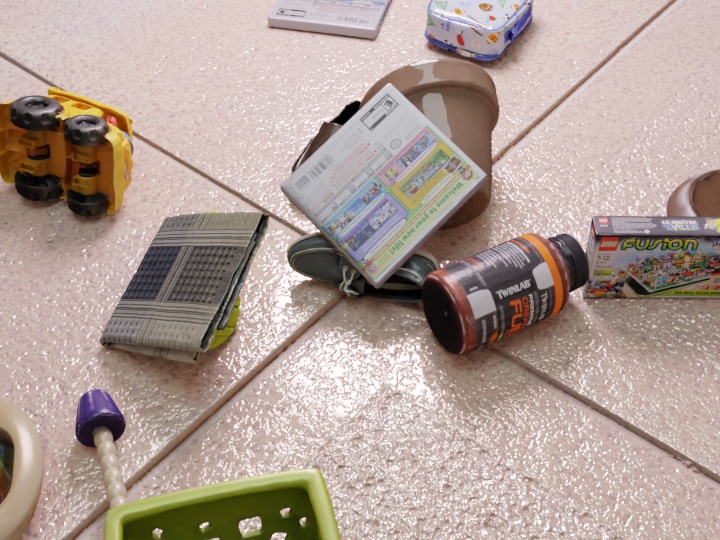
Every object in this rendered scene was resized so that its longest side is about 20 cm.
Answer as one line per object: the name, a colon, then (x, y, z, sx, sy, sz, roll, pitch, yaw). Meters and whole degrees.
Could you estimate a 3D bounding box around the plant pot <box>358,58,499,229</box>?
plant pot: (0.107, -0.157, 1.335, 0.196, 0.201, 0.177, -8, 63, -7)

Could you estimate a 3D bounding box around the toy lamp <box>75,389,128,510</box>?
toy lamp: (-0.265, 0.211, 1.041, 0.057, 0.059, 0.201, -17, 47, -16)

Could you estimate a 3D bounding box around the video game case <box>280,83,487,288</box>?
video game case: (0.029, -0.109, 1.232, 0.200, 0.022, 0.182, -43, 76, -8)

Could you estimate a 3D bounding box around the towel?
towel: (-0.208, 0.016, 1.174, 0.198, 0.035, 0.195, 1, 57, 41)

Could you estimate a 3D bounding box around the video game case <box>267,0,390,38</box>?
video game case: (-0.048, -0.483, 1.761, 0.196, 0.022, 0.184, 9, 46, 11)

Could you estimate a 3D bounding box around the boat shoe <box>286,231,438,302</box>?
boat shoe: (0.000, 0.000, 1.238, 0.196, 0.074, 0.062, 8, 41, 2)

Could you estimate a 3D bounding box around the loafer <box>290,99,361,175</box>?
loafer: (-0.047, -0.182, 1.421, 0.072, 0.072, 0.201, 16, 47, 17)

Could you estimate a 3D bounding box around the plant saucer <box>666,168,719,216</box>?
plant saucer: (0.522, -0.079, 1.338, 0.196, 0.032, 0.202, -1, 46, 1)

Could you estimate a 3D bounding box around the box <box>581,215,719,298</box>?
box: (0.380, -0.016, 1.220, 0.196, 0.111, 0.035, 0, 44, 2)

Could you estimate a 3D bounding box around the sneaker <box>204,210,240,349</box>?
sneaker: (-0.200, 0.020, 1.235, 0.083, 0.074, 0.203, -23, 47, 25)

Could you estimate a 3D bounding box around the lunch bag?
lunch bag: (0.207, -0.434, 1.671, 0.158, 0.076, 0.200, 23, 49, 19)

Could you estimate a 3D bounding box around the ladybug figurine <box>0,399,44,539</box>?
ladybug figurine: (-0.394, 0.224, 1.018, 0.133, 0.073, 0.202, -5, 45, -5)

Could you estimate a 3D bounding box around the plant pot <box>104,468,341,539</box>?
plant pot: (-0.105, 0.317, 0.842, 0.196, 0.183, 0.201, -9, 44, -8)

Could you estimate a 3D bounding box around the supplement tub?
supplement tub: (0.180, 0.020, 1.189, 0.197, 0.108, 0.107, -22, 48, -19)

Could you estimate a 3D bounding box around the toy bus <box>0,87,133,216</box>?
toy bus: (-0.392, -0.184, 1.405, 0.197, 0.138, 0.192, 18, 31, 15)
